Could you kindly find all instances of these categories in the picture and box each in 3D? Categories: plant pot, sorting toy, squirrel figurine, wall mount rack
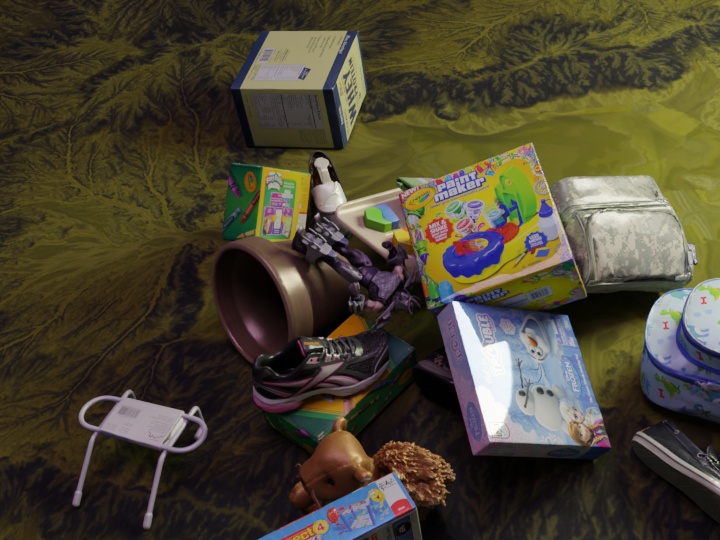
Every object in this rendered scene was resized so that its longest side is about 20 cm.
[{"bbox_3d":[-0.098,0.030,1.504,0.174,0.201,0.200,-22,41,-38],"label":"plant pot"},{"bbox_3d":[0.087,-0.067,1.554,0.184,0.037,0.200,-18,45,-34],"label":"sorting toy"},{"bbox_3d":[0.011,0.255,1.224,0.199,0.187,0.142,-18,44,-7],"label":"squirrel figurine"},{"bbox_3d":[-0.308,0.251,1.384,0.199,0.075,0.174,10,44,21],"label":"wall mount rack"}]

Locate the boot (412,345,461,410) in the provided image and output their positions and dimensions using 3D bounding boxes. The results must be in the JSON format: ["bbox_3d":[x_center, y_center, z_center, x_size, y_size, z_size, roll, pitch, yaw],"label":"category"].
[{"bbox_3d":[0.193,0.138,1.392,0.203,0.074,0.154,24,51,30],"label":"boot"}]

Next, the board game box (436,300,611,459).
[{"bbox_3d":[0.211,0.142,1.299,0.198,0.043,0.201,7,54,-29],"label":"board game box"}]

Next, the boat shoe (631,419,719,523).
[{"bbox_3d":[0.423,0.249,1.229,0.062,0.075,0.200,-36,43,-15],"label":"boat shoe"}]

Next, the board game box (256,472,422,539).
[{"bbox_3d":[-0.024,0.343,1.133,0.195,0.201,0.056,-23,45,-13],"label":"board game box"}]

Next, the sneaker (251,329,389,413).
[{"bbox_3d":[-0.053,0.122,1.340,0.199,0.087,0.080,-23,46,-12],"label":"sneaker"}]

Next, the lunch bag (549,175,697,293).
[{"bbox_3d":[0.371,-0.039,1.470,0.199,0.140,0.168,-2,52,-21],"label":"lunch bag"}]

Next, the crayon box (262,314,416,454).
[{"bbox_3d":[-0.028,0.162,1.411,0.118,0.058,0.200,28,56,34],"label":"crayon box"}]

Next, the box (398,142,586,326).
[{"bbox_3d":[0.180,-0.036,1.382,0.199,0.122,0.194,-21,58,12],"label":"box"}]

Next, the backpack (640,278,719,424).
[{"bbox_3d":[0.475,0.100,1.319,0.199,0.148,0.183,10,45,25],"label":"backpack"}]

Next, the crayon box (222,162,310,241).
[{"bbox_3d":[-0.146,-0.105,1.605,0.058,0.120,0.200,8,4,19],"label":"crayon box"}]

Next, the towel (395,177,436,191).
[{"bbox_3d":[0.166,-0.106,1.604,0.199,0.031,0.149,-2,28,-45],"label":"towel"}]

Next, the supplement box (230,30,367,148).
[{"bbox_3d":[-0.110,-0.345,1.906,0.198,0.135,0.201,4,45,15],"label":"supplement box"}]

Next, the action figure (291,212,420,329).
[{"bbox_3d":[0.000,0.000,1.410,0.199,0.070,0.130,33,47,8],"label":"action figure"}]

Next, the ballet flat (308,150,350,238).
[{"bbox_3d":[-0.060,-0.136,1.728,0.068,0.069,0.201,-15,44,-5],"label":"ballet flat"}]

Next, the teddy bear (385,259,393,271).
[{"bbox_3d":[0.082,-0.054,1.625,0.144,0.067,0.200,-9,39,-22],"label":"teddy bear"}]
